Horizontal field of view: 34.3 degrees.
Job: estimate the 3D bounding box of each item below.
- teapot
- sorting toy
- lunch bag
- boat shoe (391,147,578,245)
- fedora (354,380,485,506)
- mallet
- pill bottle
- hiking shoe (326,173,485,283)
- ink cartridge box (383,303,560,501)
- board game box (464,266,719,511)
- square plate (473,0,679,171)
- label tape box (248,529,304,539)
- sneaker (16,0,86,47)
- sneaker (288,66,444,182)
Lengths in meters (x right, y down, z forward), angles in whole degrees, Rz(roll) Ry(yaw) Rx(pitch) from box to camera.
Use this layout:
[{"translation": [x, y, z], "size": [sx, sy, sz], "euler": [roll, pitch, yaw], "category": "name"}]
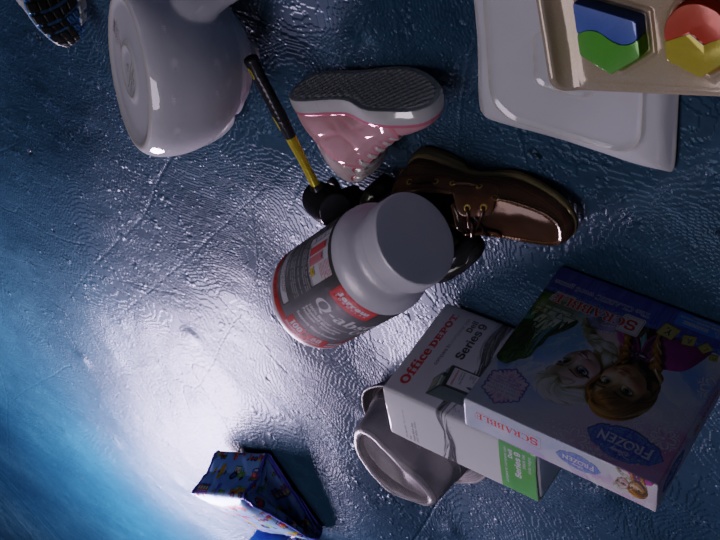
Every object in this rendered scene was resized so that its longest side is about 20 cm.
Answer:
[{"translation": [-0.178, -0.217, 1.236], "size": [0.199, 0.144, 0.201], "euler": [-157, 58, -62], "category": "teapot"}, {"translation": [0.217, -0.215, 0.865], "size": [0.198, 0.036, 0.188], "euler": [7, 125, 35], "category": "sorting toy"}, {"translation": [-0.164, 0.405, 1.995], "size": [0.149, 0.095, 0.200], "euler": [-6, 133, 47], "category": "lunch bag"}, {"translation": [0.119, -0.060, 1.157], "size": [0.198, 0.068, 0.073], "euler": [21, 142, 30], "category": "boat shoe"}, {"translation": [0.067, 0.241, 1.539], "size": [0.200, 0.090, 0.177], "euler": [41, 148, 2], "category": "fedora"}, {"translation": [-0.066, -0.130, 1.210], "size": [0.066, 0.041, 0.202], "euler": [43, 163, 55], "category": "mallet"}, {"translation": [0.000, 0.000, 1.188], "size": [0.116, 0.116, 0.199], "euler": [47, 143, -9], "category": "pill bottle"}, {"translation": [0.041, -0.049, 1.247], "size": [0.198, 0.076, 0.101], "euler": [11, 140, 41], "category": "hiking shoe"}, {"translation": [0.144, 0.140, 1.289], "size": [0.198, 0.146, 0.085], "euler": [20, 143, 30], "category": "ink cartridge box"}, {"translation": [0.231, 0.103, 1.103], "size": [0.198, 0.200, 0.042], "euler": [21, 142, 29], "category": "board game box"}, {"translation": [0.176, -0.183, 0.993], "size": [0.198, 0.028, 0.200], "euler": [22, 142, 29], "category": "square plate"}, {"translation": [-0.108, 0.557, 2.120], "size": [0.142, 0.066, 0.202], "euler": [15, 141, 37], "category": "label tape box"}, {"translation": [-0.397, -0.356, 1.383], "size": [0.086, 0.075, 0.202], "euler": [0, 124, 60], "category": "sneaker"}, {"translation": [0.019, -0.141, 1.167], "size": [0.198, 0.075, 0.106], "euler": [11, 137, 46], "category": "sneaker"}]
